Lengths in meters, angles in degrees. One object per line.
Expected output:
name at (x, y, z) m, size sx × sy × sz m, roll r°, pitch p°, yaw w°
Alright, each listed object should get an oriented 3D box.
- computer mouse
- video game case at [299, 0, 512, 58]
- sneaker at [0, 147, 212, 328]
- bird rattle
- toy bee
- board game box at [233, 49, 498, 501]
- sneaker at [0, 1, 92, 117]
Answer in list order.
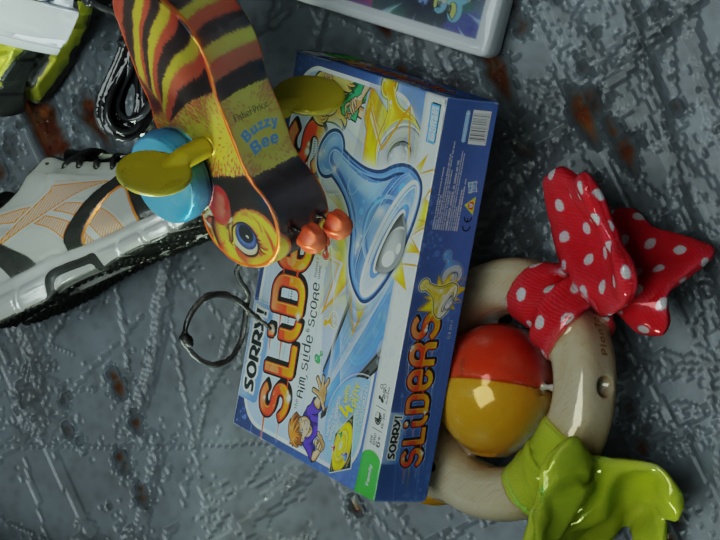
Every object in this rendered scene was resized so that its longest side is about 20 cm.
computer mouse at (-0.175, -0.146, 1.300) m, size 0.199 × 0.044 × 0.110 m, roll 22°, pitch 111°, yaw 33°
video game case at (0.003, -0.223, 1.292) m, size 0.199 × 0.023 × 0.183 m, roll 19°, pitch 102°, yaw 24°
sneaker at (-0.134, -0.036, 1.350) m, size 0.199 × 0.074 × 0.080 m, roll -23°, pitch 81°, yaw 27°
bird rattle at (0.081, 0.051, 1.234) m, size 0.162 × 0.112 × 0.202 m, roll -3°, pitch 89°, yaw 44°
toy bee at (-0.049, -0.050, 1.231) m, size 0.108 × 0.131 × 0.200 m, roll 9°, pitch 141°, yaw 45°
board game box at (0.000, 0.000, 1.272) m, size 0.135 × 0.034 × 0.201 m, roll 22°, pitch 105°, yaw 53°
sneaker at (-0.172, -0.180, 1.357) m, size 0.085 × 0.074 × 0.200 m, roll 42°, pitch 111°, yaw 19°
